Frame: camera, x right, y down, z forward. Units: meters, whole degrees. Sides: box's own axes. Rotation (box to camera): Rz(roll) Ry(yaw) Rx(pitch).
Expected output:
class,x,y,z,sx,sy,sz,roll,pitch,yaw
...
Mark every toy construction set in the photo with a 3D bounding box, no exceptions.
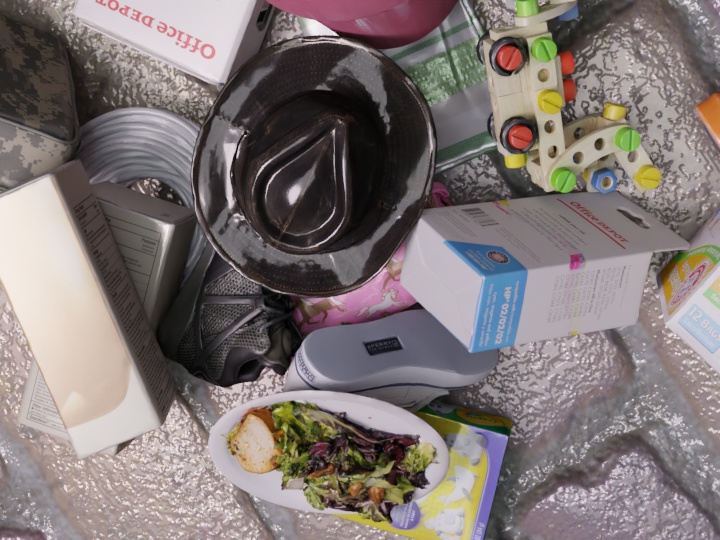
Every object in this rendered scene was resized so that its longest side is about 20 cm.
class,x,y,z,sx,sy,sz,roll,pitch,yaw
toy construction set,0.161,-0.149,1.058,0.129,0.092,0.203,-14,96,-8

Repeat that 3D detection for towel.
class,x,y,z,sx,sy,sz,roll,pitch,yaw
towel,0.036,-0.176,1.116,0.147,0.031,0.202,-24,95,13

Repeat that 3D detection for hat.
class,x,y,z,sx,sy,sz,roll,pitch,yaw
hat,-0.038,-0.074,0.982,0.197,0.081,0.204,0,98,3

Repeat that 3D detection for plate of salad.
class,x,y,z,sx,sy,sz,roll,pitch,yaw
plate of salad,-0.026,0.159,1.077,0.196,0.049,0.201,2,142,2

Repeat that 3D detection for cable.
class,x,y,z,sx,sy,sz,roll,pitch,yaw
cable,-0.184,-0.040,1.162,0.199,0.069,0.201,34,103,3

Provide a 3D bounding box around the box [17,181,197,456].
class,x,y,z,sx,sy,sz,roll,pitch,yaw
box,-0.207,0.037,1.102,0.094,0.078,0.203,19,102,6

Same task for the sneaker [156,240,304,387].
class,x,y,z,sx,sy,sz,roll,pitch,yaw
sneaker,-0.076,0.007,1.072,0.113,0.076,0.201,31,98,22

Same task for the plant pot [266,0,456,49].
class,x,y,z,sx,sy,sz,roll,pitch,yaw
plant pot,0.003,-0.259,0.990,0.197,0.179,0.203,-4,74,13

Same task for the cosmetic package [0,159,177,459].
class,x,y,z,sx,sy,sz,roll,pitch,yaw
cosmetic package,-0.212,0.026,1.003,0.070,0.105,0.203,-21,99,3

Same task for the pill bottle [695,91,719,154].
class,x,y,z,sx,sy,sz,roll,pitch,yaw
pill bottle,0.359,-0.150,1.021,0.199,0.106,0.107,-32,93,14

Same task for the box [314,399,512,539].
class,x,y,z,sx,sy,sz,roll,pitch,yaw
box,0.024,0.165,1.169,0.197,0.048,0.119,14,103,10

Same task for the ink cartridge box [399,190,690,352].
class,x,y,z,sx,sy,sz,roll,pitch,yaw
ink cartridge box,0.145,-0.004,1.047,0.197,0.115,0.069,-8,121,-27

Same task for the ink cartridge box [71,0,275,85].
class,x,y,z,sx,sy,sz,roll,pitch,yaw
ink cartridge box,-0.131,-0.274,1.102,0.145,0.083,0.202,25,103,6

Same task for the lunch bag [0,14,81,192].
class,x,y,z,sx,sy,sz,roll,pitch,yaw
lunch bag,-0.327,-0.104,1.108,0.138,0.201,0.169,14,121,-30

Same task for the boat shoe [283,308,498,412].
class,x,y,z,sx,sy,sz,roll,pitch,yaw
boat shoe,0.022,0.091,1.111,0.075,0.200,0.086,60,136,27

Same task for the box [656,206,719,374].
class,x,y,z,sx,sy,sz,roll,pitch,yaw
box,0.300,0.020,1.012,0.112,0.200,0.102,41,104,1

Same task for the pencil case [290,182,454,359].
class,x,y,z,sx,sy,sz,roll,pitch,yaw
pencil case,0.000,0.000,1.128,0.198,0.087,0.084,-26,58,14
